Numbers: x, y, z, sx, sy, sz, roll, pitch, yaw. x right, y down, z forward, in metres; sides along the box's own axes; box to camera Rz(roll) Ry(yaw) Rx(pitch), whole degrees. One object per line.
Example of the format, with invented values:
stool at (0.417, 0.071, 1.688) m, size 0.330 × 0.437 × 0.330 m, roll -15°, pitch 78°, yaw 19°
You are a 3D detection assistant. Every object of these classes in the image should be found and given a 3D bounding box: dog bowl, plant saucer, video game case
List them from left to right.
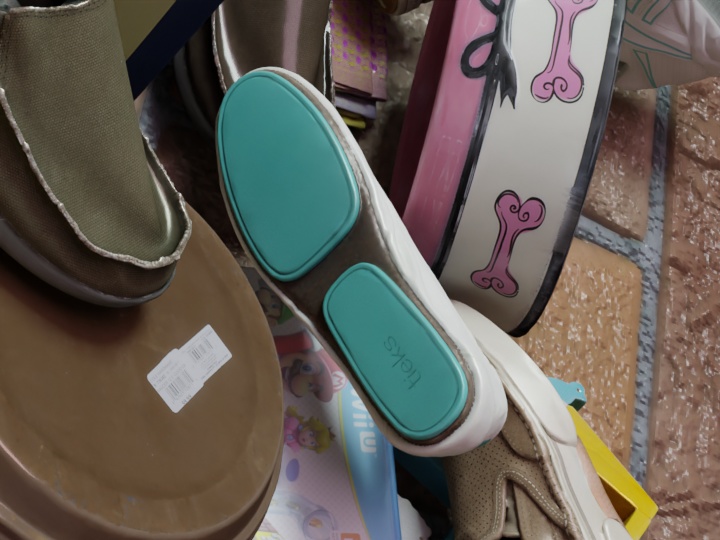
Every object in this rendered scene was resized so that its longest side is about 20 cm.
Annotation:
plant saucer at (-0.102, 0.029, 0.750) m, size 0.200 × 0.029 × 0.201 m, roll 30°, pitch 43°, yaw -32°
video game case at (-0.080, 0.062, 0.820) m, size 0.199 × 0.018 × 0.144 m, roll 6°, pitch 63°, yaw -23°
dog bowl at (0.063, -0.074, 0.901) m, size 0.073 × 0.200 × 0.201 m, roll 12°, pitch 58°, yaw -4°

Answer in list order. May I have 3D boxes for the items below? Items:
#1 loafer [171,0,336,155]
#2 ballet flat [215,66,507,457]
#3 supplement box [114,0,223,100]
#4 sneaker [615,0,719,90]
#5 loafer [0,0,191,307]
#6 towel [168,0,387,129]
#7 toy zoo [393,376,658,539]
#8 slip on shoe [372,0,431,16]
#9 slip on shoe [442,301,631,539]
loafer at (-0.046, -0.137, 0.900) m, size 0.073 × 0.071 × 0.201 m, roll 5°, pitch 63°, yaw -32°
ballet flat at (0.000, 0.000, 0.822) m, size 0.069 × 0.070 × 0.200 m, roll -10°, pitch 55°, yaw -37°
supplement box at (-0.170, -0.198, 0.835) m, size 0.199 × 0.134 × 0.201 m, roll 15°, pitch 58°, yaw -28°
sneaker at (0.133, -0.153, 0.990) m, size 0.200 × 0.080 × 0.071 m, roll 47°, pitch 32°, yaw -46°
loafer at (-0.121, -0.075, 0.700) m, size 0.201 × 0.069 × 0.075 m, roll 56°, pitch 35°, yaw -16°
towel at (-0.053, -0.175, 0.979) m, size 0.143 × 0.023 × 0.201 m, roll 14°, pitch 59°, yaw -28°
toy zoo at (0.057, 0.115, 0.889) m, size 0.131 × 0.020 × 0.200 m, roll 41°, pitch 50°, yaw 3°
slip on shoe at (-0.006, -0.228, 0.964) m, size 0.060 × 0.076 × 0.201 m, roll -30°, pitch 87°, yaw -12°
slip on shoe at (0.067, 0.105, 0.836) m, size 0.060 × 0.076 × 0.201 m, roll -25°, pitch 76°, yaw -22°
